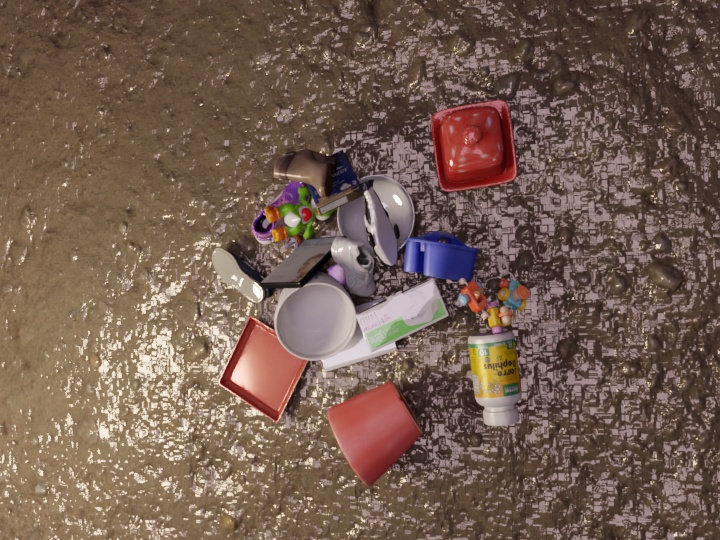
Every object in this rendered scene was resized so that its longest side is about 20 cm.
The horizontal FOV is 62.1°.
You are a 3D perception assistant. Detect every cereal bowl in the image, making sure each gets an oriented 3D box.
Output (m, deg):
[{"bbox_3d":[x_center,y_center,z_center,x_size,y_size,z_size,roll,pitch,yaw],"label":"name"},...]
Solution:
[{"bbox_3d":[0.044,-0.130,1.483,0.193,0.083,0.208,0,89,13],"label":"cereal bowl"}]

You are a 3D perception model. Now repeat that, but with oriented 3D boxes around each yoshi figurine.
[{"bbox_3d":[-0.139,-0.150,1.505,0.195,0.114,0.114,-22,62,-13],"label":"yoshi figurine"}]

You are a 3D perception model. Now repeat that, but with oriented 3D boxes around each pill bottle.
[{"bbox_3d":[0.316,0.250,1.395,0.109,0.113,0.207,-7,87,12],"label":"pill bottle"}]

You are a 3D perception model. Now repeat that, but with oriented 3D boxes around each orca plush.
[{"bbox_3d":[0.025,-0.103,1.407,0.070,0.105,0.203,-12,113,48],"label":"orca plush"}]

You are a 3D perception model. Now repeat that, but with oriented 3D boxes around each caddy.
[{"bbox_3d":[0.188,-0.039,1.393,0.139,0.196,0.109,13,95,46],"label":"caddy"}]

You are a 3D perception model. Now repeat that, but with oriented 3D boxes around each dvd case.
[{"bbox_3d":[-0.134,-0.021,1.428,0.140,0.200,0.018,-4,122,40],"label":"dvd case"}]

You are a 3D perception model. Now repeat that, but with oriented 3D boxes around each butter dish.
[{"bbox_3d":[0.264,-0.304,1.404,0.193,0.148,0.207,-7,87,13],"label":"butter dish"}]

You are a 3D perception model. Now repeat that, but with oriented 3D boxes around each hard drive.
[{"bbox_3d":[-0.015,0.164,1.518,0.194,0.025,0.136,-18,85,12],"label":"hard drive"}]

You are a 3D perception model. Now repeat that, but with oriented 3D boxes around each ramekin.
[{"bbox_3d":[-0.110,0.101,1.431,0.193,0.106,0.206,-4,113,-8],"label":"ramekin"}]

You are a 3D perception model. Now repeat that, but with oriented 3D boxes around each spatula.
[{"bbox_3d":[-0.116,0.035,1.547,0.195,0.021,0.058,-21,85,12],"label":"spatula"}]

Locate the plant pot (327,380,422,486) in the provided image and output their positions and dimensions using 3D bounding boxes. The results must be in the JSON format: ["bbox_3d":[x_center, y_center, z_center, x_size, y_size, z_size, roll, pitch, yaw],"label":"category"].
[{"bbox_3d":[0.041,0.373,1.425,0.175,0.200,0.204,-32,82,1],"label":"plant pot"}]

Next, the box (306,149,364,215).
[{"bbox_3d":[-0.075,-0.228,1.471,0.118,0.033,0.202,-25,45,0],"label":"box"}]

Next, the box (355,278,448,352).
[{"bbox_3d":[0.094,0.104,1.400,0.195,0.177,0.099,-24,85,-2],"label":"box"}]

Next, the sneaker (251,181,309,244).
[{"bbox_3d":[-0.210,-0.153,1.541,0.081,0.088,0.201,44,97,11],"label":"sneaker"}]

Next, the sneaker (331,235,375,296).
[{"bbox_3d":[0.000,0.000,1.438,0.078,0.202,0.072,8,57,33],"label":"sneaker"}]

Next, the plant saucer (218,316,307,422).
[{"bbox_3d":[-0.248,0.256,1.565,0.196,0.037,0.204,28,94,12],"label":"plant saucer"}]

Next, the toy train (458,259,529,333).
[{"bbox_3d":[0.316,0.052,1.366,0.055,0.198,0.153,-29,91,53],"label":"toy train"}]

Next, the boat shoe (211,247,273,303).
[{"bbox_3d":[-0.309,0.008,1.570,0.197,0.061,0.076,34,112,20],"label":"boat shoe"}]

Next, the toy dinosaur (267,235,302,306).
[{"bbox_3d":[-0.169,0.007,1.539,0.197,0.104,0.186,29,73,-18],"label":"toy dinosaur"}]

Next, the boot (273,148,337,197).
[{"bbox_3d":[-0.134,-0.229,1.408,0.141,0.202,0.072,3,120,5],"label":"boot"}]
